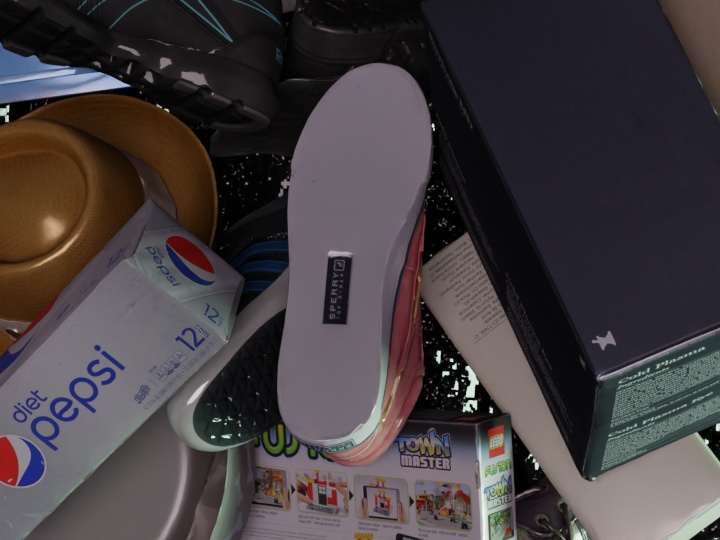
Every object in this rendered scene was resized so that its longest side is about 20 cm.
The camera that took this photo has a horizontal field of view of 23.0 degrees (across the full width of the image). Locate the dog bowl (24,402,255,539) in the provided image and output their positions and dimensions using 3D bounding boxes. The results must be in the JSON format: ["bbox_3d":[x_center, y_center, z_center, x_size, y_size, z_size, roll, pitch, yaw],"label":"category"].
[{"bbox_3d":[-0.147,0.113,1.004,0.198,0.059,0.202,-6,76,24],"label":"dog bowl"}]

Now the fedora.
[{"bbox_3d":[-0.178,-0.027,0.975,0.199,0.082,0.202,-11,62,22],"label":"fedora"}]

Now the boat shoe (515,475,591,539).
[{"bbox_3d":[0.102,0.158,1.008,0.198,0.065,0.072,-23,93,9],"label":"boat shoe"}]

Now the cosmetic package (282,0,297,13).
[{"bbox_3d":[-0.031,-0.200,0.965,0.198,0.102,0.072,-13,64,7],"label":"cosmetic package"}]

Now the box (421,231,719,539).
[{"bbox_3d":[0.117,0.063,0.965,0.082,0.068,0.201,-35,72,5],"label":"box"}]

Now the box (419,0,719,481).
[{"bbox_3d":[0.116,-0.026,0.858,0.103,0.182,0.201,-23,71,-3],"label":"box"}]

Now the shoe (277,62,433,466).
[{"bbox_3d":[0.000,0.000,0.918,0.071,0.091,0.202,5,76,11],"label":"shoe"}]

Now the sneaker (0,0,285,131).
[{"bbox_3d":[-0.127,-0.138,0.901,0.199,0.075,0.080,22,75,-26],"label":"sneaker"}]

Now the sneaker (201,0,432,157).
[{"bbox_3d":[0.015,-0.107,0.995,0.198,0.060,0.105,0,135,-20],"label":"sneaker"}]

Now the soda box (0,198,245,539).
[{"bbox_3d":[-0.149,0.059,0.910,0.068,0.064,0.200,39,117,-15],"label":"soda box"}]

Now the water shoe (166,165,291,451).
[{"bbox_3d":[-0.054,0.019,0.972,0.078,0.200,0.072,16,139,32],"label":"water shoe"}]

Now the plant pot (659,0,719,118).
[{"bbox_3d":[0.201,-0.160,0.881,0.187,0.187,0.201,-35,72,8],"label":"plant pot"}]

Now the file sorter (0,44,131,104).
[{"bbox_3d":[-0.199,-0.197,0.982,0.137,0.123,0.202,-6,94,6],"label":"file sorter"}]

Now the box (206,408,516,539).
[{"bbox_3d":[-0.005,0.131,0.985,0.199,0.035,0.111,1,96,37],"label":"box"}]
